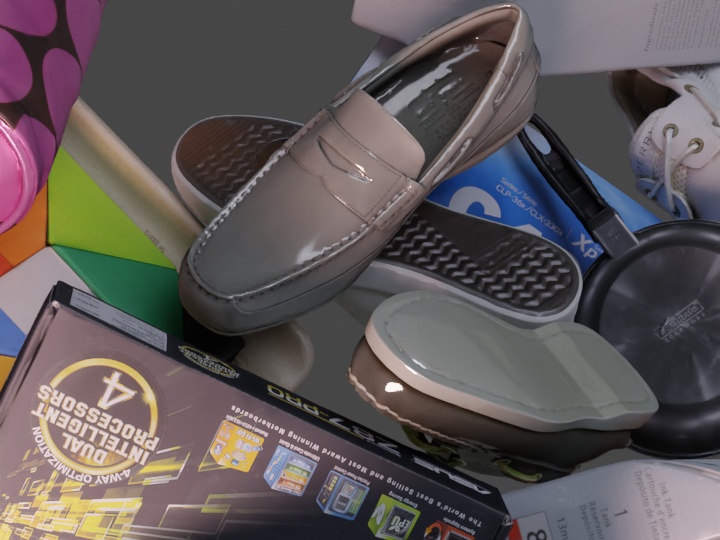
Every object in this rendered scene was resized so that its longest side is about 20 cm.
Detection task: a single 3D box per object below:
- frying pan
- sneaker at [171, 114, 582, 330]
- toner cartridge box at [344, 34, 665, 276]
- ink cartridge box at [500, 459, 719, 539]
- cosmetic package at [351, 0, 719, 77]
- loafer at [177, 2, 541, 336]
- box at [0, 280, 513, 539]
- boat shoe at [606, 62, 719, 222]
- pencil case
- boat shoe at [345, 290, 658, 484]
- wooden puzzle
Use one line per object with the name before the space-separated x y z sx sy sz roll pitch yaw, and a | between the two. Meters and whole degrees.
frying pan | 0.141 -0.006 1.065 0.114 0.031 0.191 -14 70 9
sneaker | 0.000 0.000 1.061 0.199 0.085 0.073 26 54 12
toner cartridge box | 0.068 -0.023 1.124 0.200 0.043 0.095 35 48 -2
ink cartridge box | 0.164 0.088 0.964 0.162 0.199 0.050 11 59 -66
cosmetic package | 0.102 -0.146 1.153 0.101 0.072 0.200 25 24 38
loafer | 0.000 -0.049 0.997 0.070 0.070 0.200 38 64 21
box | -0.065 0.119 0.899 0.199 0.162 0.049 27 8 -10
boat shoe | 0.165 -0.052 1.149 0.069 0.071 0.200 10 25 -15
pencil case | -0.166 -0.097 1.007 0.091 0.094 0.200 43 32 -21
boat shoe | 0.054 0.055 0.954 0.201 0.060 0.072 11 37 -56
wooden puzzle | -0.138 0.023 0.992 0.185 0.037 0.200 46 51 6
